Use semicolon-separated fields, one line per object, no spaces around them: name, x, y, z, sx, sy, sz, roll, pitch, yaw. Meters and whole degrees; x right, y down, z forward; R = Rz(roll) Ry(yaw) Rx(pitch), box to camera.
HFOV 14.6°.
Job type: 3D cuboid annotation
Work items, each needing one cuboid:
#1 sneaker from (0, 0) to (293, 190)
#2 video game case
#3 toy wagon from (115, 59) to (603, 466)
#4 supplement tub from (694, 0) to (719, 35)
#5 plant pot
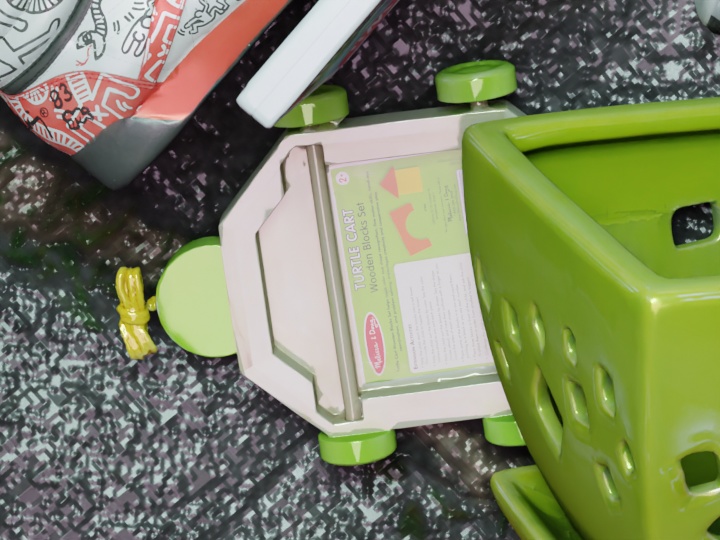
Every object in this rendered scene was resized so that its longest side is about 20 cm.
sneaker;-0.066;-0.133;1.005;0.108;0.067;0.201;39;105;-11
video game case;0.019;-0.120;1.034;0.017;0.200;0.143;41;101;-2
toy wagon;0.000;0.000;1.147;0.200;0.040;0.155;-7;103;3
supplement tub;0.229;-0.145;1.065;0.200;0.123;0.123;1;103;0
plant pot;0.156;0.048;1.062;0.199;0.200;0.182;-5;111;-15
